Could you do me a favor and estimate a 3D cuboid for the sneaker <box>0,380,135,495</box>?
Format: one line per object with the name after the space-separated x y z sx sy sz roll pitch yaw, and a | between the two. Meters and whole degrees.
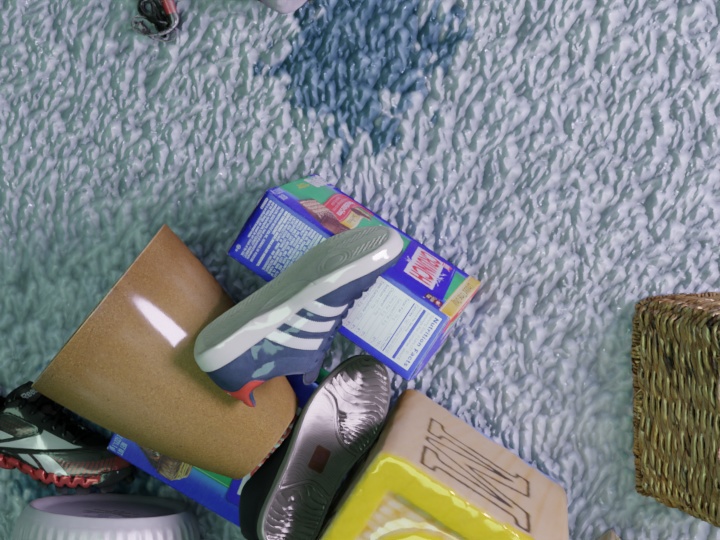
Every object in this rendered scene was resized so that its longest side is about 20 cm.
-0.324 0.169 1.304 0.200 0.071 0.098 12 101 12 | sneaker

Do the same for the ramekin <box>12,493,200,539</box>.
-0.248 0.282 1.243 0.199 0.200 0.106 3 88 12 | ramekin

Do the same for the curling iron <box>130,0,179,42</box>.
-0.224 -0.321 1.246 0.049 0.026 0.201 -16 93 10 | curling iron

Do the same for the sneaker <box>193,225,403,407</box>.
-0.039 0.041 1.063 0.200 0.075 0.085 -32 114 8 | sneaker

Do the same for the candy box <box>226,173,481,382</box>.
0.000 0.000 1.164 0.200 0.169 0.077 35 106 6 | candy box

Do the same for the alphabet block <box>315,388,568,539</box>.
0.064 0.256 1.158 0.196 0.200 0.196 31 102 2 | alphabet block

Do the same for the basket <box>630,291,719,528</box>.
0.346 0.121 1.160 0.142 0.149 0.201 -6 97 -20 | basket

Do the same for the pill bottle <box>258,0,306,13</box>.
-0.122 -0.337 1.179 0.200 0.112 0.112 35 102 6 | pill bottle

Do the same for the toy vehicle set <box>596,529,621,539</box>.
0.287 0.341 1.167 0.026 0.124 0.200 -41 87 13 | toy vehicle set

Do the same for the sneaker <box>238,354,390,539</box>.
-0.052 0.165 1.174 0.075 0.106 0.200 37 72 -17 | sneaker

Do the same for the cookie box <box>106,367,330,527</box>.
-0.122 0.149 1.257 0.199 0.075 0.172 28 100 7 | cookie box

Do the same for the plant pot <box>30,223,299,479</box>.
-0.159 0.092 1.143 0.200 0.186 0.187 39 103 -8 | plant pot
